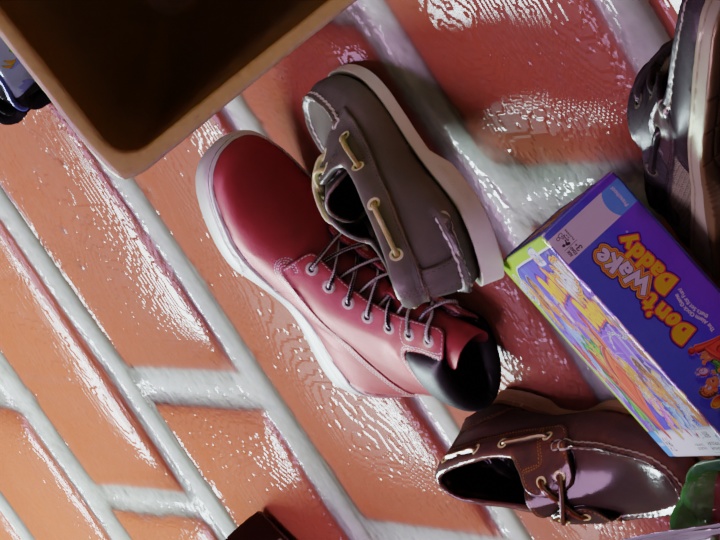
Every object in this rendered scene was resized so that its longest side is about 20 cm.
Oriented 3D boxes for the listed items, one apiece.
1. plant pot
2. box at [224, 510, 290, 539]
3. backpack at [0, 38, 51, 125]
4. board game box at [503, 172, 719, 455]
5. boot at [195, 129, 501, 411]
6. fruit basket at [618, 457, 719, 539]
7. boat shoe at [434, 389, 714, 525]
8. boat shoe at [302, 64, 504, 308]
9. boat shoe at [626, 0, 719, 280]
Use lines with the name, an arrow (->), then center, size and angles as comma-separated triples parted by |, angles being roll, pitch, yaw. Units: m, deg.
plant pot -> -0.094, -0.188, 1.437 | 0.196, 0.194, 0.200 | 51, -174, -7
box -> -0.086, 0.316, 2.203 | 0.166, 0.164, 0.200 | 43, 155, 13
backpack -> -0.223, -0.213, 1.648 | 0.183, 0.147, 0.200 | 43, 175, 44
board game box -> 0.138, 0.025, 1.450 | 0.135, 0.045, 0.200 | 48, 175, 1
boot -> 0.000, 0.000, 1.715 | 0.144, 0.072, 0.200 | 9, 142, 55
fruit basket -> 0.198, 0.112, 1.370 | 0.185, 0.094, 0.200 | -16, 162, 31
boat shoe -> 0.119, 0.115, 1.681 | 0.200, 0.070, 0.071 | 0, 126, 58
boat shoe -> 0.008, -0.046, 1.581 | 0.202, 0.060, 0.072 | 51, 163, 52
boat shoe -> 0.151, -0.072, 1.347 | 0.066, 0.072, 0.201 | 30, 155, 26
